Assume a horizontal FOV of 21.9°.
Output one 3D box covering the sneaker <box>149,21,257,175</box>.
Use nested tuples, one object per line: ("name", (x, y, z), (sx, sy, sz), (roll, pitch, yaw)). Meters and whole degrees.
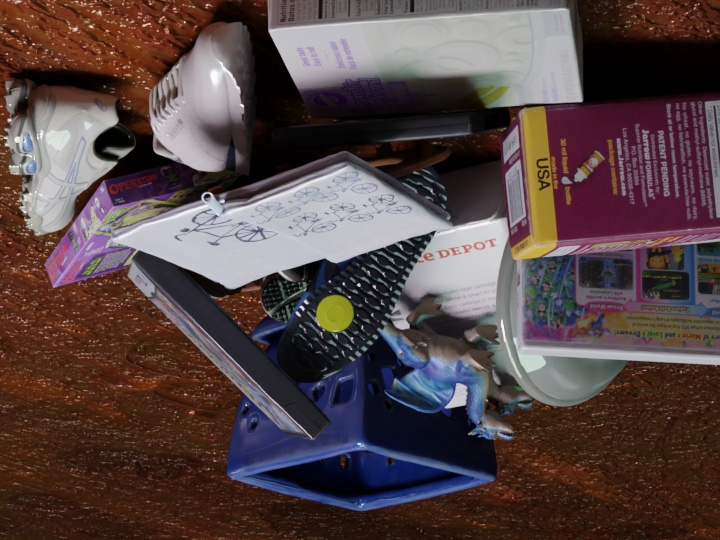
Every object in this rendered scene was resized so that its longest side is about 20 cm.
("sneaker", (-0.117, -0.122, 1.364), (0.080, 0.077, 0.200), (8, 159, -1))

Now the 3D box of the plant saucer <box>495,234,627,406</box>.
("plant saucer", (0.191, 0.015, 1.521), (0.050, 0.202, 0.199), (11, 172, 44))

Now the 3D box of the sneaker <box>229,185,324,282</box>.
("sneaker", (-0.079, -0.034, 1.530), (0.114, 0.076, 0.200), (4, -175, 18))

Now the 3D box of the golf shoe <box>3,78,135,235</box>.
("golf shoe", (-0.225, -0.084, 1.471), (0.096, 0.079, 0.200), (-3, 161, -5))

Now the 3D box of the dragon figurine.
("dragon figurine", (0.057, 0.079, 1.554), (0.198, 0.059, 0.100), (19, 136, -4))

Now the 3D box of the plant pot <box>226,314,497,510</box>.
("plant pot", (0.003, 0.124, 1.856), (0.199, 0.182, 0.199), (-17, 153, 42))

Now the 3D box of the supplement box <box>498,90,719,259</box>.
("supplement box", (0.210, -0.070, 1.366), (0.198, 0.104, 0.131), (-5, 176, -3))

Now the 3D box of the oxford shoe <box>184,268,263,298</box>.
("oxford shoe", (-0.142, -0.002, 1.618), (0.073, 0.071, 0.200), (-16, 169, 12))

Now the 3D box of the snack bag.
("snack bag", (-0.056, -0.029, 1.328), (0.198, 0.022, 0.188), (-16, 163, 21))

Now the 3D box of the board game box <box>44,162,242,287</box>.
("board game box", (-0.187, -0.042, 1.578), (0.119, 0.033, 0.200), (-21, 170, -29))

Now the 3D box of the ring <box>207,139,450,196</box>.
("ring", (-0.030, -0.073, 1.406), (0.199, 0.019, 0.200), (-14, -171, 2))

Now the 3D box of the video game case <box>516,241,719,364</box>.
("video game case", (0.220, -0.020, 1.455), (0.198, 0.184, 0.024), (3, 164, -6))

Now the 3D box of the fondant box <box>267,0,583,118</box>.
("fondant box", (0.049, -0.162, 1.265), (0.198, 0.059, 0.144), (-2, 160, 11))

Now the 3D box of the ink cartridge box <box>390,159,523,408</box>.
("ink cartridge box", (0.101, 0.013, 1.579), (0.145, 0.085, 0.201), (-11, 129, 25))

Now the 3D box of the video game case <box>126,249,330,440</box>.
("video game case", (-0.112, 0.059, 1.515), (0.200, 0.026, 0.181), (46, 171, -3))

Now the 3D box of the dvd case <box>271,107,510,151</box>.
("dvd case", (0.027, -0.104, 1.354), (0.141, 0.018, 0.200), (-4, -175, 12))

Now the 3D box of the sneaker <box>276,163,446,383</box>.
("sneaker", (0.000, 0.000, 1.481), (0.066, 0.201, 0.078), (32, -176, -13))

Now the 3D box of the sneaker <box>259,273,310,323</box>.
("sneaker", (0.004, -0.016, 1.664), (0.198, 0.080, 0.074), (-11, 122, -2))
